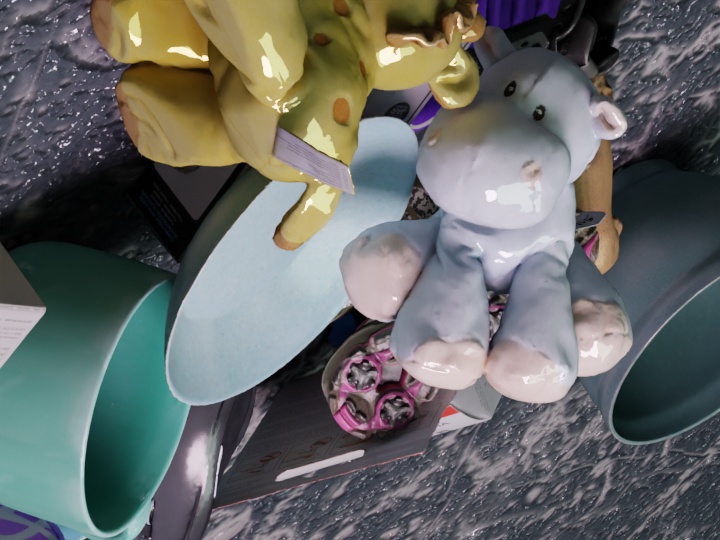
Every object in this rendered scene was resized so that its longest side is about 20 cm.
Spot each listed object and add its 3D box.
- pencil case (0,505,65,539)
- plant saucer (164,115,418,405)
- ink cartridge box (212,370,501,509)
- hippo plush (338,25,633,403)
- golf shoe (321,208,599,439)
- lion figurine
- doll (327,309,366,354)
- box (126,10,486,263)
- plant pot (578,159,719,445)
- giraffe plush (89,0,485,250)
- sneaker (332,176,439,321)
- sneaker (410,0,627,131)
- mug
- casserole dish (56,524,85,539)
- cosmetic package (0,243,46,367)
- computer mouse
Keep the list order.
[{"bbox_3d":[-0.253,0.228,1.617,0.085,0.084,0.201,15,110,-39],"label":"pencil case"},{"bbox_3d":[-0.048,-0.014,1.487,0.201,0.039,0.201,-41,157,-21],"label":"plant saucer"},{"bbox_3d":[0.001,0.109,1.704,0.160,0.050,0.200,-17,-162,21],"label":"ink cartridge box"},{"bbox_3d":[0.099,-0.035,1.466,0.200,0.159,0.161,-39,159,-39],"label":"hippo plush"},{"bbox_3d":[0.057,0.020,1.642,0.200,0.073,0.092,-35,-163,2],"label":"golf shoe"},{"bbox_3d":[0.138,-0.057,1.682,0.072,0.201,0.122,-16,-178,1],"label":"lion figurine"},{"bbox_3d":[0.036,0.024,1.783,0.136,0.049,0.200,-31,155,22],"label":"doll"},{"bbox_3d":[-0.031,-0.092,1.521,0.116,0.060,0.200,5,130,-53],"label":"box"},{"bbox_3d":[0.217,0.007,1.885,0.200,0.134,0.201,-30,151,-18],"label":"plant pot"},{"bbox_3d":[-0.019,-0.129,1.357,0.162,0.200,0.173,-35,152,-32],"label":"giraffe plush"},{"bbox_3d":[0.000,0.000,1.640,0.199,0.088,0.077,-24,115,-27],"label":"sneaker"},{"bbox_3d":[0.097,-0.140,1.559,0.200,0.100,0.070,-43,150,8],"label":"sneaker"},{"bbox_3d":[-0.175,0.076,1.497,0.152,0.114,0.186,-28,132,-67],"label":"mug"},{"bbox_3d":[-0.181,0.115,1.673,0.121,0.039,0.200,-36,153,-6],"label":"casserole dish"},{"bbox_3d":[-0.272,0.052,1.398,0.200,0.108,0.085,-49,151,22],"label":"cosmetic package"},{"bbox_3d":[-0.099,0.142,1.609,0.201,0.140,0.046,-65,165,14],"label":"computer mouse"}]
